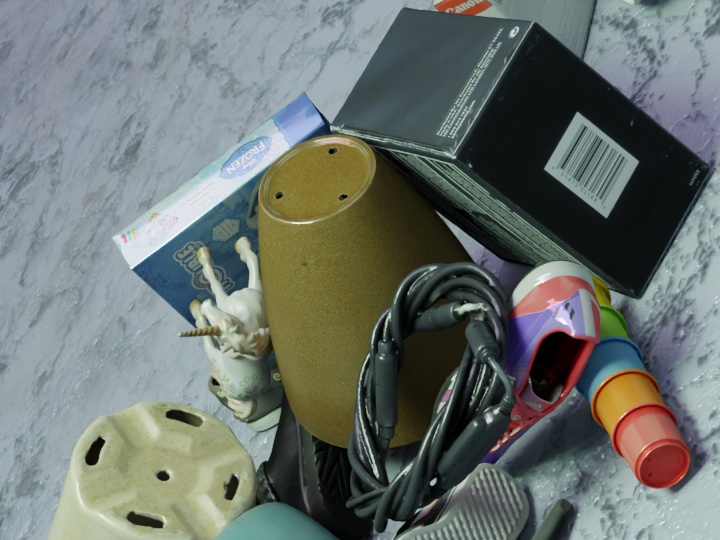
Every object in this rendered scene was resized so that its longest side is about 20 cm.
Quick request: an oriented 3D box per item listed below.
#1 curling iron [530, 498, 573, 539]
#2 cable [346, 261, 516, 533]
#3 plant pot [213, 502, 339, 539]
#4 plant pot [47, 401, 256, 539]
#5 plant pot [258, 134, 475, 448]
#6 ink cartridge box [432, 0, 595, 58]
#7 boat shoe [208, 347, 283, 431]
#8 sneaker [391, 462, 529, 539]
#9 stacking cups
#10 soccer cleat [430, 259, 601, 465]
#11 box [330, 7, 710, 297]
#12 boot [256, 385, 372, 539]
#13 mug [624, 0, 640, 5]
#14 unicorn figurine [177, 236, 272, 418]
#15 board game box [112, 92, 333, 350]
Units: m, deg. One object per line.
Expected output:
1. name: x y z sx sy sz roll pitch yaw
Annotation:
1. curling iron: 0.100 0.241 1.510 0.025 0.050 0.201 -13 44 50
2. cable: 0.037 0.089 1.564 0.201 0.050 0.164 -55 38 33
3. plant pot: -0.040 0.281 1.555 0.134 0.200 0.201 23 76 27
4. plant pot: -0.150 0.205 1.620 0.201 0.198 0.184 -89 9 -47
5. plant pot: 0.000 0.000 1.689 0.185 0.201 0.187 -12 43 12
6. ink cartridge box: 0.109 -0.248 1.853 0.050 0.199 0.110 -22 42 44
7. boat shoe: -0.047 0.066 1.900 0.201 0.060 0.072 -37 31 30
8. sneaker: 0.050 0.211 1.534 0.079 0.078 0.200 -46 -4 33
9. stacking cups: 0.182 0.077 1.550 0.061 0.060 0.200 -47 33 12
10. soccer cleat: 0.107 0.085 1.558 0.201 0.068 0.074 -59 28 33
11. box: 0.117 -0.093 1.674 0.124 0.199 0.198 -59 29 -8
12. boot: -0.070 0.168 1.805 0.157 0.079 0.212 -37 33 30
13. mug: 0.250 -0.313 1.794 0.175 0.148 0.200 -44 59 4
14. unicorn figurine: -0.101 0.046 1.785 0.073 0.201 0.138 -20 51 -1
15. board game box: -0.080 -0.032 1.874 0.198 0.200 0.044 -36 57 4
